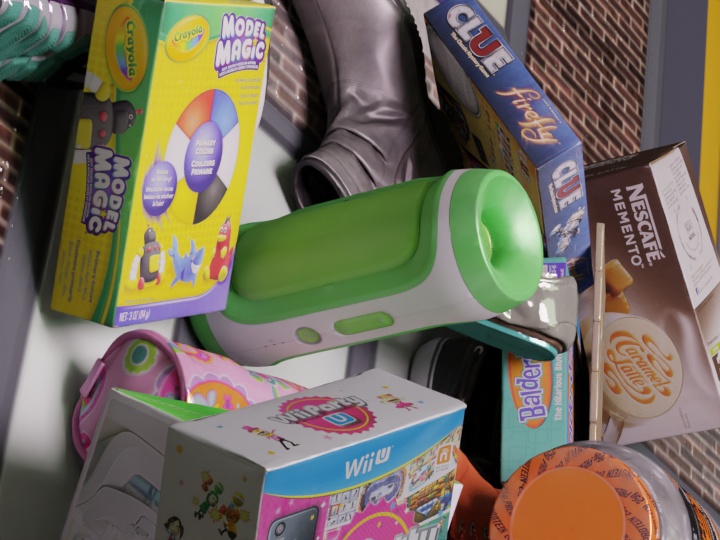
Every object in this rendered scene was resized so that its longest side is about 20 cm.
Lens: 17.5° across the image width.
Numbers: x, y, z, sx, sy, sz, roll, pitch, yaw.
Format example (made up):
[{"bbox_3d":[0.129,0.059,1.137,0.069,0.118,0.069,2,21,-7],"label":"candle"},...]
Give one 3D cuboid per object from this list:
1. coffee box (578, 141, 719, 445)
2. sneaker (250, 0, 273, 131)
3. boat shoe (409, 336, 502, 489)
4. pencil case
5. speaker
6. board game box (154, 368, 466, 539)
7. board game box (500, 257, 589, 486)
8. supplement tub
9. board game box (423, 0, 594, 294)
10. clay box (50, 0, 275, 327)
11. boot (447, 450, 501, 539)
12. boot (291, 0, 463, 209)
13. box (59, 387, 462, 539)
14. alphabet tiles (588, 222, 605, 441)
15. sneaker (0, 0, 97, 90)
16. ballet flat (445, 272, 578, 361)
[{"bbox_3d":[0.207,0.019,1.723,0.080,0.114,0.201,-30,105,-58],"label":"coffee box"},{"bbox_3d":[-0.062,-0.167,1.402,0.099,0.070,0.202,11,66,-51],"label":"sneaker"},{"bbox_3d":[0.062,0.132,1.505,0.069,0.056,0.201,35,51,-48],"label":"boat shoe"},{"bbox_3d":[-0.071,0.093,1.291,0.200,0.087,0.088,22,61,-54],"label":"pencil case"},{"bbox_3d":[0.000,0.000,1.319,0.088,0.199,0.089,26,57,-51],"label":"speaker"},{"bbox_3d":[-0.030,0.160,1.099,0.147,0.064,0.202,-13,116,-48],"label":"board game box"},{"bbox_3d":[0.125,0.101,1.558,0.200,0.045,0.153,70,21,-64],"label":"board game box"},{"bbox_3d":[0.149,0.172,1.393,0.200,0.122,0.124,38,47,-65],"label":"supplement tub"},{"bbox_3d":[0.098,-0.075,1.520,0.136,0.034,0.200,56,-8,25],"label":"board game box"},{"bbox_3d":[-0.102,-0.076,1.254,0.115,0.047,0.202,-9,112,-61],"label":"clay box"},{"bbox_3d":[0.045,0.153,1.381,0.107,0.075,0.200,42,20,-9],"label":"boot"},{"bbox_3d":[-0.007,-0.098,1.475,0.201,0.069,0.132,60,41,-19],"label":"boot"},{"bbox_3d":[-0.063,0.167,1.192,0.199,0.096,0.178,17,92,-53],"label":"box"},{"bbox_3d":[0.162,0.078,1.597,0.200,0.007,0.169,69,23,-72],"label":"alphabet tiles"},{"bbox_3d":[-0.191,-0.147,1.212,0.200,0.074,0.088,5,59,-66],"label":"sneaker"},{"bbox_3d":[0.041,0.003,1.440,0.199,0.067,0.064,16,76,-14],"label":"ballet flat"}]
